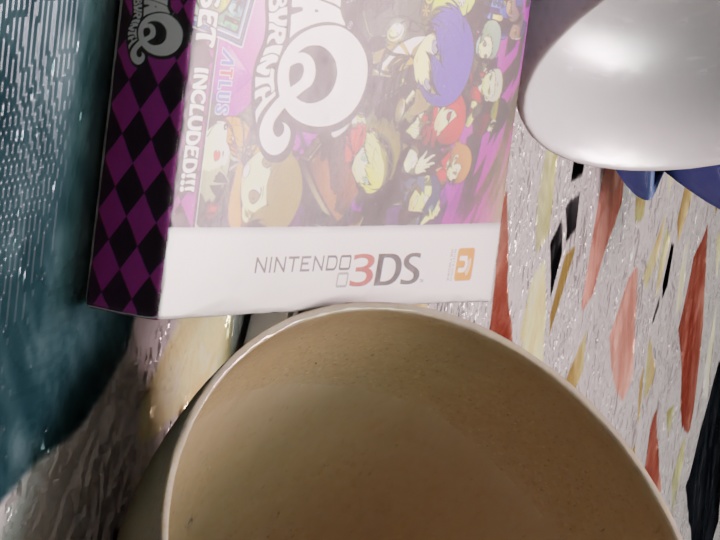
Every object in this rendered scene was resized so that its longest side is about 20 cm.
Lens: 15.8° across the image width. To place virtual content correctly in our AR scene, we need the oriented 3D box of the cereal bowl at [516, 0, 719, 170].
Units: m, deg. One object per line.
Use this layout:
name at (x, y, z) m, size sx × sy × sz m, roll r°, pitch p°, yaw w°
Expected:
cereal bowl at (0.146, -0.118, 0.985) m, size 0.200 × 0.199 × 0.084 m, roll 61°, pitch 16°, yaw -68°

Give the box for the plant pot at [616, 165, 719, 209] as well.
plant pot at (0.263, -0.147, 1.672) m, size 0.200 × 0.179 × 0.201 m, roll -57°, pitch 153°, yaw -56°

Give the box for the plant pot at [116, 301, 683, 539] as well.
plant pot at (-0.005, 0.130, 0.838) m, size 0.134 × 0.200 × 0.201 m, roll -42°, pitch -159°, yaw 48°

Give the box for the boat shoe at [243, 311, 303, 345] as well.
boat shoe at (0.000, 0.000, 0.958) m, size 0.070 × 0.066 × 0.201 m, roll 58°, pitch 43°, yaw -69°

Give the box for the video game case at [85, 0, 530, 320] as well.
video game case at (-0.006, -0.086, 0.825) m, size 0.181 × 0.036 × 0.201 m, roll -1°, pitch 101°, yaw -54°
